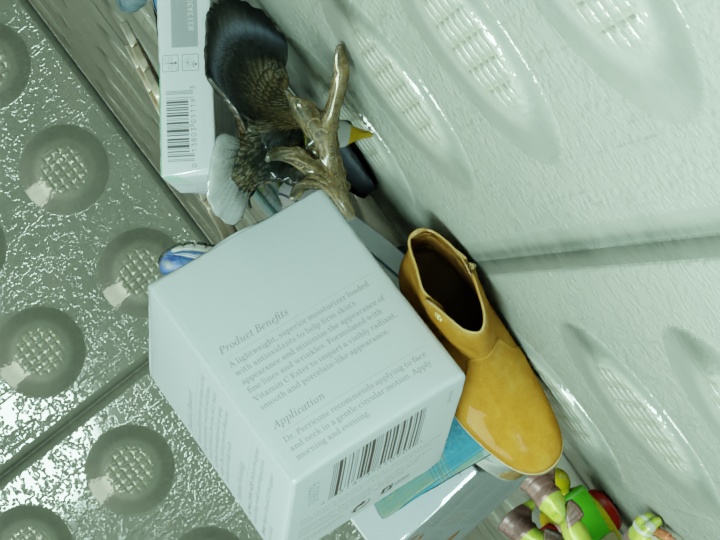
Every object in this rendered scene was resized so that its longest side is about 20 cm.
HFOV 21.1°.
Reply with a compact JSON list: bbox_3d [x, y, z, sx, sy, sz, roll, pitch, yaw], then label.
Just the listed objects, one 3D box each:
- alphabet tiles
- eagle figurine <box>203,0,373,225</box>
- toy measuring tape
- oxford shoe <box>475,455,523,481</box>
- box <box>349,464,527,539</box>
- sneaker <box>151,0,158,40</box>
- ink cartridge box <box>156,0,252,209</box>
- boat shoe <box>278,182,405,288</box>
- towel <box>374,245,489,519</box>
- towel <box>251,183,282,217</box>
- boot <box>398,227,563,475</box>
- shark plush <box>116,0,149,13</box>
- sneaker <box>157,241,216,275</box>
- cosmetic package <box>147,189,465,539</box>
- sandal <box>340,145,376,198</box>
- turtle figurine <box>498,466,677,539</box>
[{"bbox_3d":[-0.158,-0.116,1.680,0.200,0.015,0.196,60,177,46],"label":"alphabet tiles"},{"bbox_3d":[-0.064,-0.105,1.445,0.151,0.152,0.200,32,-179,-36],"label":"eagle figurine"},{"bbox_3d":[0.204,0.251,1.643,0.201,0.073,0.074,59,172,-13],"label":"toy measuring tape"},{"bbox_3d":[0.090,0.120,1.726,0.200,0.075,0.058,44,133,39],"label":"oxford shoe"},{"bbox_3d":[0.067,0.194,1.828,0.098,0.124,0.200,50,-168,17],"label":"box"},{"bbox_3d":[-0.132,-0.177,1.710,0.201,0.070,0.083,68,170,-18],"label":"sneaker"},{"bbox_3d":[-0.126,-0.141,1.566,0.200,0.050,0.162,67,-159,-83],"label":"ink cartridge box"},{"bbox_3d":[0.000,0.000,1.617,0.200,0.065,0.074,39,177,13],"label":"boat shoe"},{"bbox_3d":[0.031,0.099,1.703,0.022,0.146,0.201,-5,-114,-52],"label":"towel"},{"bbox_3d":[-0.092,-0.088,2.000,0.200,0.048,0.171,52,178,-31],"label":"towel"},{"bbox_3d":[0.091,0.066,1.487,0.202,0.071,0.144,56,174,11],"label":"boot"},{"bbox_3d":[-0.165,-0.256,1.497,0.091,0.083,0.200,52,173,0],"label":"shark plush"},{"bbox_3d":[-0.090,0.038,1.681,0.199,0.090,0.079,26,180,5],"label":"sneaker"},{"bbox_3d":[-0.048,0.082,1.514,0.200,0.164,0.165,53,158,21],"label":"cosmetic package"},{"bbox_3d":[-0.035,-0.092,1.638,0.076,0.043,0.200,54,173,-14],"label":"sandal"},{"bbox_3d":[0.183,0.243,1.549,0.161,0.064,0.201,43,147,23],"label":"turtle figurine"}]
